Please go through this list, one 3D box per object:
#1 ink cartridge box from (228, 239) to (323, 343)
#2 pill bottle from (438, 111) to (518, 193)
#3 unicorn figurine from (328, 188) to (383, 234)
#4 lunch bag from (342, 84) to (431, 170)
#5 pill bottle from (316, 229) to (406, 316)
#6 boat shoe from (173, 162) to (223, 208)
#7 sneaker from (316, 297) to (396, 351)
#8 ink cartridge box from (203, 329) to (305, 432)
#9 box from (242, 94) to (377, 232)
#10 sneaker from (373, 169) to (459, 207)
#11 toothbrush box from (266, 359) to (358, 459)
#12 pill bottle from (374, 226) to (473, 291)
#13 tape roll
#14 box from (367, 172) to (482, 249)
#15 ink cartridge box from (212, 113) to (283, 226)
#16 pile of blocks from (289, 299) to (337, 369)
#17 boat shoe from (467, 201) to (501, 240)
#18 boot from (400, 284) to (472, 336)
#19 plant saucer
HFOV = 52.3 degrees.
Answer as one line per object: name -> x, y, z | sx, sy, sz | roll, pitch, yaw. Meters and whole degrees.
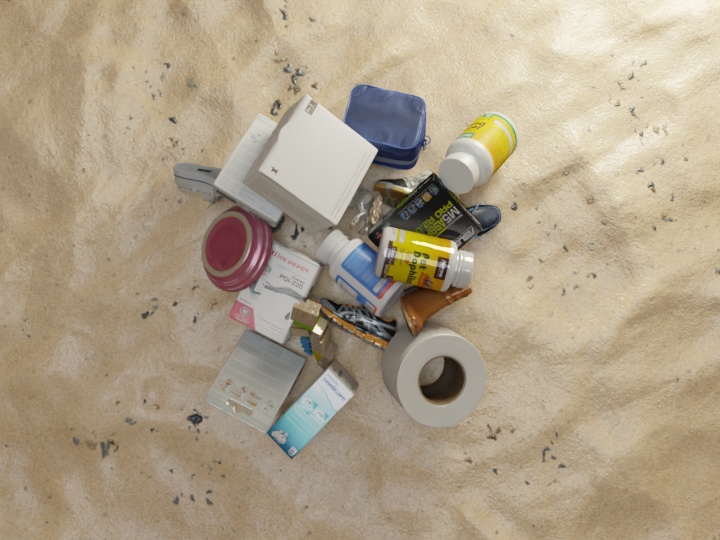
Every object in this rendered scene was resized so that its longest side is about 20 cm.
ink cartridge box -> -0.191, 0.045, 1.678 | 0.144, 0.085, 0.202 | 26, 90, 4
pill bottle -> 0.251, -0.250, 1.576 | 0.113, 0.113, 0.200 | 42, 52, 3
unicorn figurine -> -0.040, -0.162, 1.673 | 0.197, 0.074, 0.139 | 12, 83, 3
lunch bag -> 0.061, -0.312, 1.634 | 0.198, 0.132, 0.137 | 15, 75, 5
pill bottle -> 0.000, 0.000, 1.642 | 0.200, 0.112, 0.113 | 40, 93, 12
boat shoe -> -0.343, -0.185, 1.691 | 0.200, 0.075, 0.087 | 13, 121, 16
sneaker -> -0.008, 0.109, 1.673 | 0.198, 0.078, 0.078 | 28, 80, 0
ink cartridge box -> -0.236, 0.251, 1.649 | 0.159, 0.047, 0.201 | 26, 57, 3
box -> -0.106, -0.220, 1.544 | 0.199, 0.130, 0.200 | 35, 73, -18
sneaker -> 0.131, -0.186, 1.665 | 0.198, 0.076, 0.088 | 11, 61, 14
toothbrush box -> -0.103, 0.306, 1.640 | 0.085, 0.146, 0.200 | 43, 92, 3
pill bottle -> 0.134, -0.020, 1.548 | 0.197, 0.109, 0.111 | 12, 91, -1
tape roll -> 0.156, 0.222, 1.595 | 0.200, 0.139, 0.206 | -2, 99, -13
box -> 0.139, -0.089, 1.600 | 0.200, 0.044, 0.160 | -40, 106, 21
ink cartridge box -> -0.209, -0.222, 1.621 | 0.159, 0.047, 0.201 | 30, 71, -6
pile of blocks -> -0.105, 0.133, 1.656 | 0.081, 0.062, 0.201 | 5, 133, 22
boat shoe -> 0.223, -0.095, 1.649 | 0.198, 0.069, 0.085 | -21, 89, 5
boot -> 0.168, 0.064, 1.590 | 0.153, 0.200, 0.074 | -15, 112, 13
plant saucer -> -0.288, -0.055, 1.656 | 0.199, 0.051, 0.203 | -10, 72, 31
